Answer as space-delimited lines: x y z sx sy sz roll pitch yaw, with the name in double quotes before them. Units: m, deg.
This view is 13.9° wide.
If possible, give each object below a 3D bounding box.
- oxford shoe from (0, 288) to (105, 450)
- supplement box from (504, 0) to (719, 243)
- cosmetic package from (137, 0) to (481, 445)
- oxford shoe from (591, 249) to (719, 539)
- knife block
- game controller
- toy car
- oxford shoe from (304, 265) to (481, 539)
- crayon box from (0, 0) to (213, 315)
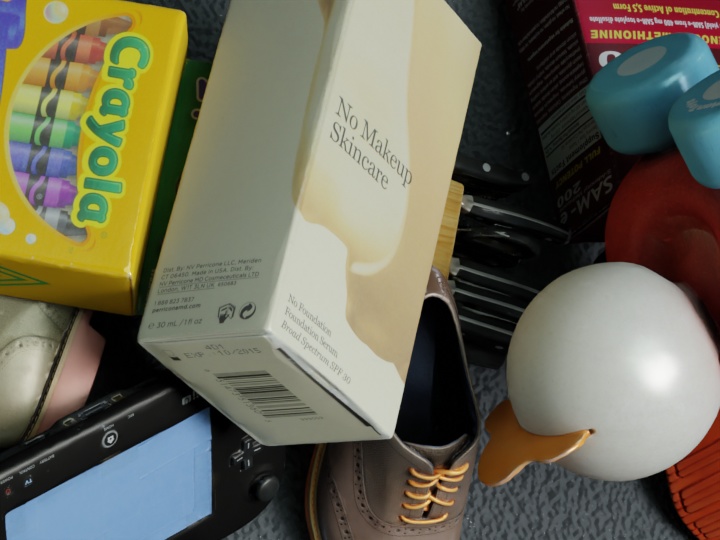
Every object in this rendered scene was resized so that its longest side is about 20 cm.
"oxford shoe" -0.142 -0.018 1.291 0.075 0.070 0.201 20 68 -20
"supplement box" 0.136 -0.114 1.459 0.109 0.061 0.201 0 66 -30
"cosmetic package" -0.018 -0.036 1.262 0.105 0.071 0.201 41 53 -46
"oxford shoe" 0.175 0.069 1.453 0.200 0.071 0.073 55 23 -24
"knife block" 0.000 0.000 1.371 0.200 0.064 0.176 -32 94 -32
"game controller" -0.112 0.100 1.268 0.200 0.105 0.042 -28 55 -32
"toy car" 0.124 0.027 1.298 0.200 0.177 0.185 -32 109 -11
"oxford shoe" 0.018 0.090 1.323 0.071 0.073 0.201 -12 110 -19
"crayon box" -0.151 -0.057 1.254 0.199 0.052 0.126 9 69 1
